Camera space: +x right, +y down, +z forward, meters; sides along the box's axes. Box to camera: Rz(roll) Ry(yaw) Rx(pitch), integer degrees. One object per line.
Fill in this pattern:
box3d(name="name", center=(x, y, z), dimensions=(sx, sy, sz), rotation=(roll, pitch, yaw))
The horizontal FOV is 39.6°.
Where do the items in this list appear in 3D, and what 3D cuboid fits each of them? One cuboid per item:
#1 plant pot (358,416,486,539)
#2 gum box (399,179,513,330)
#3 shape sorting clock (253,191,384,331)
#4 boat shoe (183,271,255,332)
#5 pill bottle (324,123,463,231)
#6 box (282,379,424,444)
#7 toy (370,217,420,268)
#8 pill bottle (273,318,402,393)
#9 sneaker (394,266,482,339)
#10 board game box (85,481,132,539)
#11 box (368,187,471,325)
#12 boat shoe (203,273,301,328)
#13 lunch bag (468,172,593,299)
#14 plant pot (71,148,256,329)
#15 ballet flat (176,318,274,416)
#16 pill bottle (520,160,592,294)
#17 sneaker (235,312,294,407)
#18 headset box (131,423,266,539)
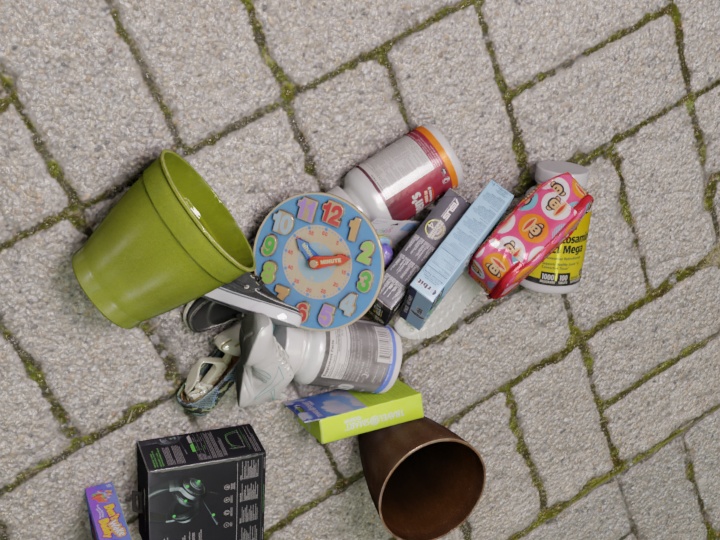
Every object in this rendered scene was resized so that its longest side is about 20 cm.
box3d(name="plant pot", center=(0.077, 0.307, 1.635), dimensions=(0.186, 0.200, 0.188), rotation=(-9, 115, -20))
box3d(name="gum box", center=(0.138, -0.019, 1.476), dimensions=(0.044, 0.170, 0.200), rotation=(37, 74, 7))
box3d(name="shape sorting clock", center=(-0.062, -0.011, 1.424), dimensions=(0.199, 0.039, 0.202), rotation=(2, 96, 17))
box3d(name="boat shoe", center=(-0.170, 0.036, 1.490), dimensions=(0.199, 0.068, 0.072), rotation=(-26, 121, -11))
box3d(name="pill bottle", center=(0.045, -0.124, 1.495), dimensions=(0.199, 0.110, 0.110), rotation=(-33, 121, -9))
box3d(name="box", center=(-0.013, 0.223, 1.603), dimensions=(0.199, 0.122, 0.048), rotation=(-11, 102, -20))
box3d(name="toy", center=(0.000, 0.000, 1.493), dimensions=(0.200, 0.047, 0.115), rotation=(-40, 158, 29))
box3d(name="pill bottle", center=(-0.045, 0.126, 1.555), dimensions=(0.199, 0.114, 0.114), rotation=(11, 106, -27))
box3d(name="sneaker", center=(0.127, 0.034, 1.601), dimensions=(0.200, 0.080, 0.077), rotation=(-38, 119, -15))
box3d(name="board game box", center=(-0.364, 0.428, 1.485), dimensions=(0.044, 0.200, 0.135), rotation=(-11, 115, -20))
box3d(name="box", center=(0.084, -0.018, 1.512), dimensions=(0.049, 0.161, 0.200), rotation=(36, 79, 7))
box3d(name="boat shoe", center=(-0.170, 0.028, 1.430), dimensions=(0.069, 0.199, 0.057), rotation=(51, 59, -71))
box3d(name="lunch bag", center=(0.250, -0.047, 1.502), dimensions=(0.200, 0.176, 0.082), rotation=(-42, 81, -9))
box3d(name="plant pot", center=(-0.278, -0.026, 1.358), dimensions=(0.192, 0.201, 0.201), rotation=(-35, 122, 8))
box3d(name="ballet flat", center=(-0.206, 0.134, 1.505), dimensions=(0.074, 0.074, 0.200), rotation=(33, 95, -31))
box3d(name="pill bottle", center=(0.317, -0.072, 1.639), dimensions=(0.112, 0.112, 0.201), rotation=(-5, 113, -22))
box3d(name="sneaker", center=(-0.134, 0.124, 1.426), dimensions=(0.080, 0.071, 0.201), rotation=(-1, 143, -12))
box3d(name="headset box", center=(-0.255, 0.350, 1.564), dimensions=(0.199, 0.093, 0.175), rotation=(-7, 114, -22))
